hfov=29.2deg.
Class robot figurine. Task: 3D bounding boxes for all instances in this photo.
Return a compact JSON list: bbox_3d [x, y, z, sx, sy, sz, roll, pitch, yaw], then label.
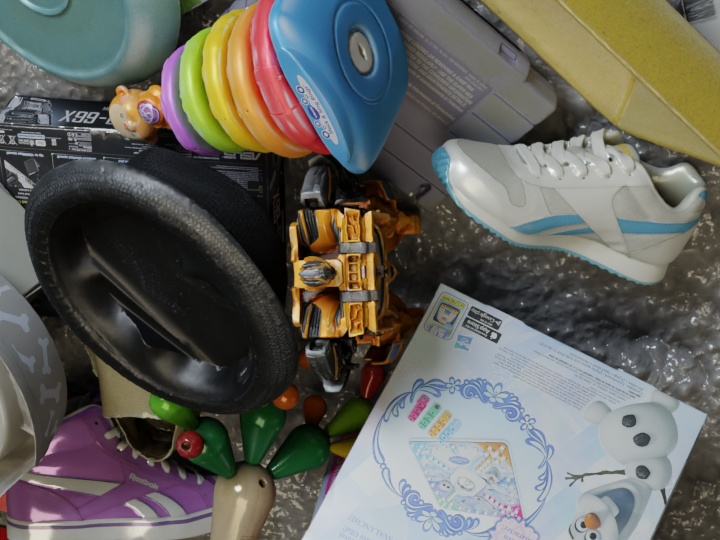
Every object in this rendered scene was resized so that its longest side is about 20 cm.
[{"bbox_3d":[0.000,0.000,0.889,0.058,0.200,0.147,-3,90,11],"label":"robot figurine"}]

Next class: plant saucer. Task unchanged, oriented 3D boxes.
[{"bbox_3d":[-0.202,-0.195,0.870,0.199,0.027,0.201,24,142,20],"label":"plant saucer"},{"bbox_3d":[0.130,-0.152,0.811,0.200,0.200,0.049,40,93,-15],"label":"plant saucer"}]

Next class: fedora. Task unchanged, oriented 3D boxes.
[{"bbox_3d":[-0.112,-0.006,0.875,0.199,0.092,0.202,16,135,17],"label":"fedora"}]

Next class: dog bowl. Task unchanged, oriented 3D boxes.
[{"bbox_3d":[-0.286,0.067,0.934,0.198,0.059,0.202,14,126,20],"label":"dog bowl"}]

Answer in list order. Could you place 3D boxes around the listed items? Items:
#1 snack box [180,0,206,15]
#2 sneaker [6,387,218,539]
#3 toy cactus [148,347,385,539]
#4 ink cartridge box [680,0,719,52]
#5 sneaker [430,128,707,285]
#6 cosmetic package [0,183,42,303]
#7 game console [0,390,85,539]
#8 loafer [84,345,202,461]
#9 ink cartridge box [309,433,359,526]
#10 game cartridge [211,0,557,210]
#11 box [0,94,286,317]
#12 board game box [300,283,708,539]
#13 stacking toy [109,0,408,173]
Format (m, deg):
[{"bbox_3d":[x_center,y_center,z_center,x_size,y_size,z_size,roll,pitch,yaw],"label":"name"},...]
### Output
[{"bbox_3d":[-0.139,-0.263,0.854,0.141,0.053,0.201,-25,115,20],"label":"snack box"},{"bbox_3d":[-0.174,0.149,1.079,0.198,0.072,0.116,1,93,-27],"label":"sneaker"},{"bbox_3d":[-0.066,0.128,0.993,0.102,0.199,0.167,22,101,38],"label":"toy cactus"},{"bbox_3d":[0.254,-0.198,0.810,0.144,0.084,0.202,-12,118,16],"label":"ink cartridge box"},{"bbox_3d":[0.136,-0.057,0.904,0.198,0.077,0.081,14,122,-28],"label":"sneaker"},{"bbox_3d":[-0.310,0.018,1.002,0.105,0.071,0.200,48,131,-4],"label":"cosmetic package"},{"bbox_3d":[-0.313,0.164,1.156,0.198,0.119,0.174,14,91,0],"label":"game console"},{"bbox_3d":[-0.155,0.072,0.995,0.075,0.068,0.201,-1,144,14],"label":"loafer"},{"bbox_3d":[0.061,0.130,1.014,0.199,0.120,0.042,-24,112,21],"label":"ink cartridge box"},{"bbox_3d":[0.018,-0.134,0.892,0.199,0.039,0.129,35,122,-26],"label":"game cartridge"},{"bbox_3d":[-0.154,-0.038,0.991,0.198,0.050,0.159,4,121,7],"label":"box"},{"bbox_3d":[0.094,0.140,0.902,0.199,0.200,0.043,26,160,13],"label":"board game box"},{"bbox_3d":[-0.080,-0.112,0.844,0.198,0.110,0.117,-9,127,32],"label":"stacking toy"}]
